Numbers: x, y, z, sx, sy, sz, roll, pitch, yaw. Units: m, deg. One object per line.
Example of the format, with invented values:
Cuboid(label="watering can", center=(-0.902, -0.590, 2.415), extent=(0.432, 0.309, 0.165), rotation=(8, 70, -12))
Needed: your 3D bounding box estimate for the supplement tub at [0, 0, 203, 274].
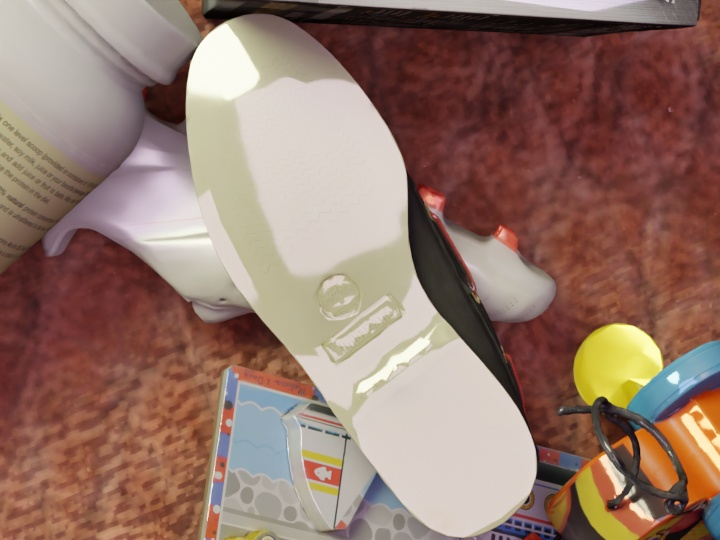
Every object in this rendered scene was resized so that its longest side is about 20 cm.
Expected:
Cuboid(label="supplement tub", center=(-0.169, -0.058, 0.918), extent=(0.200, 0.145, 0.145), rotation=(-41, 94, 6))

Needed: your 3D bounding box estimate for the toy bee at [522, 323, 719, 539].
Cuboid(label="toy bee", center=(0.110, 0.076, 0.971), extent=(0.200, 0.131, 0.109), rotation=(16, 130, -39))

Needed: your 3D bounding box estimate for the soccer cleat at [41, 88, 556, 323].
Cuboid(label="soccer cleat", center=(-0.025, -0.009, 0.991), extent=(0.200, 0.069, 0.078), rotation=(19, 93, 1))

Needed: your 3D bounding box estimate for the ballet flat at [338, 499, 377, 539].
Cuboid(label="ballet flat", center=(0.001, 0.167, 0.994), extent=(0.062, 0.067, 0.200), rotation=(-16, 90, 15))

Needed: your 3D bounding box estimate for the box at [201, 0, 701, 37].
Cuboid(label="box", center=(0.025, -0.113, 0.926), extent=(0.158, 0.200, 0.048), rotation=(3, 93, -5))

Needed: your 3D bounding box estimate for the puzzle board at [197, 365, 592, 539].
Cuboid(label="puzzle board", center=(0.026, 0.130, 0.962), extent=(0.200, 0.017, 0.151), rotation=(17, 73, -30))

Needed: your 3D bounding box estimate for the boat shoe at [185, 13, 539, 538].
Cuboid(label="boat shoe", center=(-0.003, 0.001, 0.924), extent=(0.074, 0.063, 0.202), rotation=(-30, 97, 2))
